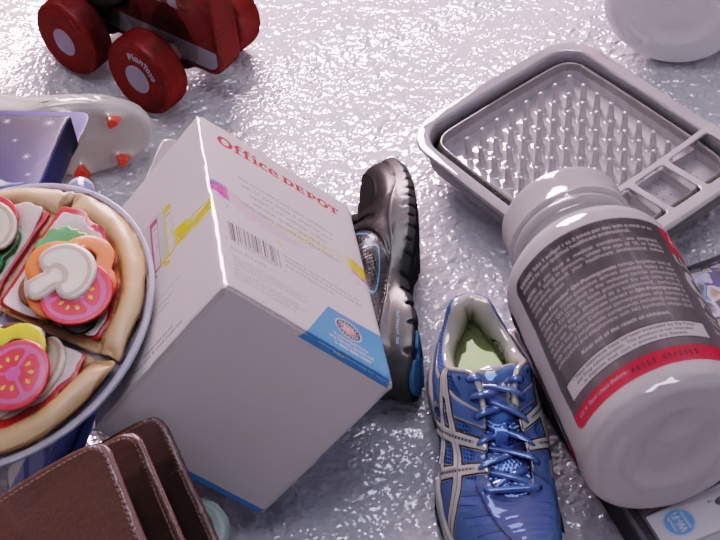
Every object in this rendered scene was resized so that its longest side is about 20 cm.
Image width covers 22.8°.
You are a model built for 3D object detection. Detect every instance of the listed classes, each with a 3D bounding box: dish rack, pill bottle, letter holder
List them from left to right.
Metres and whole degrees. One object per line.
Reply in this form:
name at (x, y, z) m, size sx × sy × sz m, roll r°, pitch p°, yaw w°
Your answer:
letter holder at (-0.184, 0.165, 0.942) m, size 0.199 × 0.101 × 0.143 m, roll -36°, pitch 55°, yaw 10°
dish rack at (0.155, -0.073, 1.257) m, size 0.171 × 0.044 × 0.200 m, roll -32°, pitch 51°, yaw -23°
pill bottle at (0.152, 0.033, 1.066) m, size 0.109 × 0.111 × 0.201 m, roll -13°, pitch 46°, yaw -8°
pill bottle at (0.251, -0.265, 1.390) m, size 0.110 × 0.112 × 0.201 m, roll 5°, pitch 46°, yaw 10°

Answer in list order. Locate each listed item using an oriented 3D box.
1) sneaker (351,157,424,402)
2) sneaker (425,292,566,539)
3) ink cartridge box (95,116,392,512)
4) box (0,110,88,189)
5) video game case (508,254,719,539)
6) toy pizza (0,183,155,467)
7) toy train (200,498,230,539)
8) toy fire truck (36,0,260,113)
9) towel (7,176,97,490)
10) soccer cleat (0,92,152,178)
sneaker at (0.000, 0.000, 1.178) m, size 0.081 × 0.074 × 0.201 m, roll -3°, pitch 44°, yaw 5°
sneaker at (0.075, 0.100, 1.068) m, size 0.075 × 0.078 × 0.201 m, roll -10°, pitch 46°, yaw -7°
ink cartridge box at (-0.080, 0.017, 1.090) m, size 0.125 × 0.128 × 0.201 m, roll -46°, pitch 31°, yaw 22°
box at (-0.258, -0.047, 1.155) m, size 0.120 × 0.033 × 0.201 m, roll 2°, pitch 45°, yaw 11°
video game case at (0.213, 0.081, 1.110) m, size 0.179 × 0.026 × 0.201 m, roll -19°, pitch 47°, yaw -13°
toy pizza at (-0.214, 0.025, 1.027) m, size 0.198 × 0.032 × 0.202 m, roll -10°, pitch 52°, yaw 13°
toy train at (-0.109, 0.189, 0.999) m, size 0.199 × 0.086 × 0.114 m, roll 29°, pitch 64°, yaw 30°
toy fire truck at (-0.171, -0.231, 1.357) m, size 0.199 × 0.169 × 0.112 m, roll 28°, pitch 53°, yaw 29°
towel at (-0.189, 0.056, 1.101) m, size 0.024 × 0.148 × 0.201 m, roll 13°, pitch 40°, yaw -22°
soccer cleat at (-0.252, -0.105, 1.314) m, size 0.197 × 0.070 × 0.078 m, roll -9°, pitch 42°, yaw 0°
